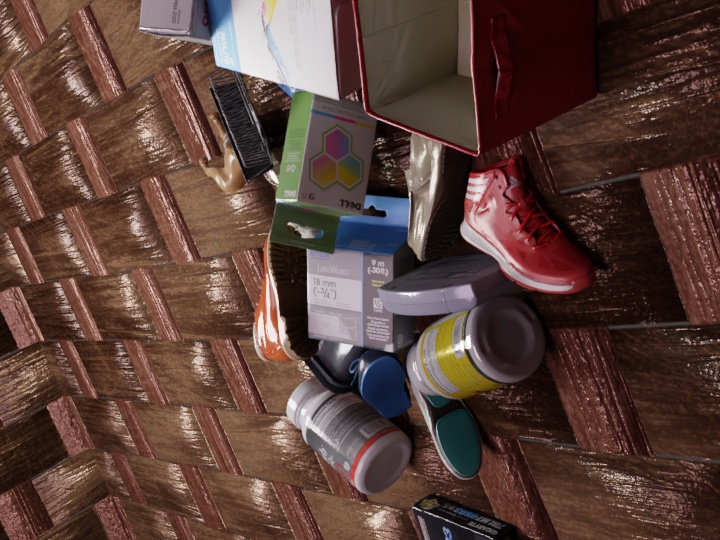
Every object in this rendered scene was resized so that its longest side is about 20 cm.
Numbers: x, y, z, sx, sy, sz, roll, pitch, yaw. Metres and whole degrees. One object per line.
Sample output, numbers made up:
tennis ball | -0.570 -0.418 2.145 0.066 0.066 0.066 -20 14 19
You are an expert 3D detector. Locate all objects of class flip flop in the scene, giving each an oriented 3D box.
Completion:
flip flop | -0.104 -0.158 1.674 0.200 0.058 0.081 -8 107 58

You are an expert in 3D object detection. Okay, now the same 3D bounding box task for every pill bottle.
pill bottle | 0.140 0.105 1.466 0.111 0.111 0.200 61 150 1
pill bottle | -0.022 0.261 1.832 0.200 0.116 0.116 35 141 38

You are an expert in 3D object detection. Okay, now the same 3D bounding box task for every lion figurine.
lion figurine | -0.196 -0.175 1.778 0.123 0.072 0.200 61 158 24

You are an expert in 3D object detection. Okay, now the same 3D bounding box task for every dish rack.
dish rack | -0.166 -0.216 1.580 0.200 0.055 0.153 111 136 -83

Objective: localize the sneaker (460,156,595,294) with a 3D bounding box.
sneaker | 0.186 -0.058 1.299 0.200 0.078 0.116 31 139 40

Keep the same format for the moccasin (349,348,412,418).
moccasin | 0.023 0.153 1.633 0.200 0.080 0.068 77 168 -61

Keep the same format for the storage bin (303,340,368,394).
storage bin | -0.038 0.062 1.689 0.200 0.146 0.134 50 138 19

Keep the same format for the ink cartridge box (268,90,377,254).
ink cartridge box | -0.047 -0.126 1.480 0.059 0.104 0.200 6 86 56

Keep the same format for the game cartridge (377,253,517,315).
game cartridge | 0.115 0.016 1.411 0.200 0.133 0.040 -4 105 58

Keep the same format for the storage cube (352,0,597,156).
storage cube | 0.117 -0.244 1.151 0.200 0.180 0.171 29 137 44

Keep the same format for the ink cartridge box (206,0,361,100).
ink cartridge box | -0.062 -0.315 1.359 0.200 0.147 0.146 21 131 33

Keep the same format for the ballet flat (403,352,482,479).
ballet flat | 0.118 0.206 1.638 0.200 0.069 0.069 64 150 7

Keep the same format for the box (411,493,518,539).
box | 0.180 0.462 1.760 0.198 0.050 0.200 8 120 53

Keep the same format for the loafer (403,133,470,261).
loafer | 0.092 -0.105 1.413 0.068 0.076 0.200 38 133 37

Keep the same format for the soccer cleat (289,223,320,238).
soccer cleat | -0.080 -0.085 1.647 0.069 0.078 0.200 12 153 -3

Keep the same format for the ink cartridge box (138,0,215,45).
ink cartridge box | -0.184 -0.360 1.440 0.085 0.200 0.146 10 99 25

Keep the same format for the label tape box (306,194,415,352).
label tape box | 0.000 0.000 1.545 0.144 0.063 0.200 7 104 33

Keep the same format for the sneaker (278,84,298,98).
sneaker | -0.126 -0.294 1.579 0.200 0.078 0.066 57 148 5

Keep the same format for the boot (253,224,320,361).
boot | -0.122 0.035 1.635 0.107 0.075 0.200 -18 74 50
